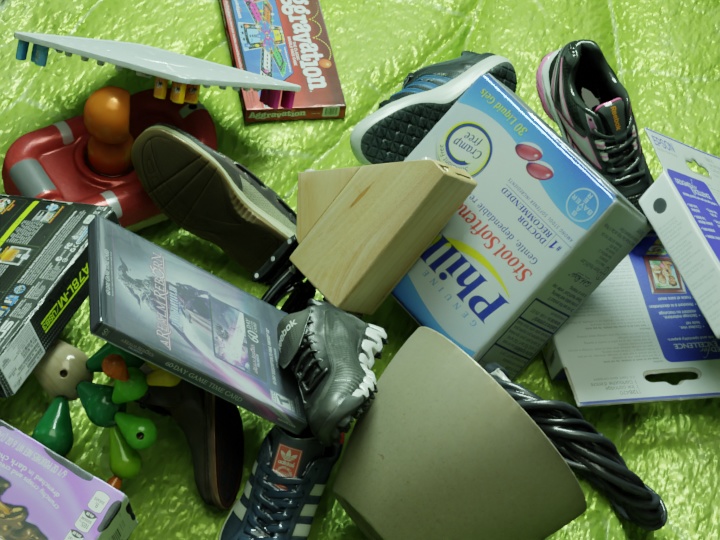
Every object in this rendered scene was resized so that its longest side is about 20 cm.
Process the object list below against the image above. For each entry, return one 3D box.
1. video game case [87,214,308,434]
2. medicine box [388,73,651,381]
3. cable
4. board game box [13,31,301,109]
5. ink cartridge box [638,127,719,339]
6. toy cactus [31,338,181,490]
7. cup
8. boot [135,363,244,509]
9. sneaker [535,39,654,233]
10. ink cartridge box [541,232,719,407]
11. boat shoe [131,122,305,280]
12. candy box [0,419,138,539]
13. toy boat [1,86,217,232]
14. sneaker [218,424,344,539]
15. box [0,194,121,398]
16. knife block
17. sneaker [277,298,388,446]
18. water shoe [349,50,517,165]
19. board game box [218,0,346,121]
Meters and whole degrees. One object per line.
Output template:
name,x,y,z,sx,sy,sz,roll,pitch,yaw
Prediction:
video game case,-0.132,0.044,1.559,0.200,0.019,0.143,29,27,-27
medicine box,0.119,-0.035,1.704,0.200,0.103,0.182,-48,63,9
cable,0.181,0.143,1.599,0.200,0.163,0.051,39,82,0
board game box,-0.188,-0.184,1.790,0.199,0.026,0.200,17,11,28
ink cartridge box,0.325,-0.023,1.737,0.198,0.043,0.201,12,49,-57
toy cactus,-0.229,0.102,1.581,0.165,0.102,0.201,34,93,41
cup,0.063,0.167,1.550,0.143,0.200,0.200,-42,65,-11
boot,-0.156,0.115,1.634,0.096,0.075,0.201,-14,61,13
sneaker,0.225,-0.123,1.786,0.080,0.086,0.201,-26,82,-16
ink cartridge box,0.259,0.049,1.764,0.197,0.047,0.201,-2,52,-14
boat shoe,-0.124,-0.064,1.744,0.200,0.073,0.065,44,25,-19
candy box,-0.295,0.222,1.463,0.167,0.072,0.200,28,70,13
toy boat,-0.225,-0.114,1.756,0.199,0.131,0.131,-23,58,-26
sneaker,-0.065,0.179,1.568,0.075,0.085,0.201,17,49,4
box,-0.328,0.014,1.642,0.192,0.048,0.200,5,44,29
knife block,0.000,0.000,1.663,0.199,0.064,0.177,-4,83,30
sneaker,-0.033,0.077,1.553,0.090,0.067,0.200,34,19,-6
water shoe,0.062,-0.156,1.899,0.199,0.072,0.079,-26,31,-26
board game box,-0.082,-0.230,1.953,0.102,0.019,0.201,-3,51,-14
